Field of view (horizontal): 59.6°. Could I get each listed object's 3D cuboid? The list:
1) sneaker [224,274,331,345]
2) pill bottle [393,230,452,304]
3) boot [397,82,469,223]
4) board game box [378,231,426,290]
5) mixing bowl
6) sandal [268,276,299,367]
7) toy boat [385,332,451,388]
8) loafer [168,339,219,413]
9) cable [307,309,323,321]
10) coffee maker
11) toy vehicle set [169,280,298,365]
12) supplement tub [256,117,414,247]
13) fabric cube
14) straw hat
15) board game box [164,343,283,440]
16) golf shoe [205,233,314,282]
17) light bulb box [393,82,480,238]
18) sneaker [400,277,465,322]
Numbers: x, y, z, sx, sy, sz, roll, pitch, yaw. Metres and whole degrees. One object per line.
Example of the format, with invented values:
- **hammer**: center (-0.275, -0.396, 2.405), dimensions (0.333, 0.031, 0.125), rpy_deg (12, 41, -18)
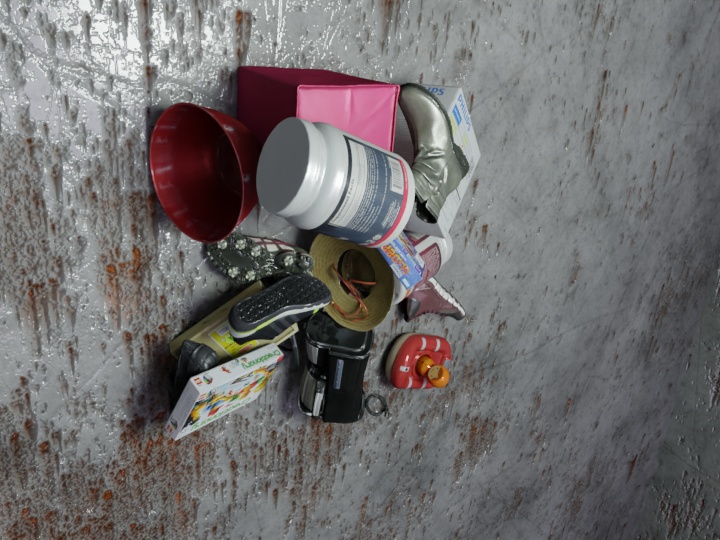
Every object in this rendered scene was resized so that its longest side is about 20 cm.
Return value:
- **sneaker**: center (-0.142, 0.070, 1.069), dimensions (0.195, 0.072, 0.084), rpy_deg (-16, 145, -29)
- **pill bottle**: center (0.101, -0.022, 1.299), dimensions (0.198, 0.112, 0.117), rpy_deg (-32, 129, -42)
- **boot**: center (0.099, -0.184, 1.008), dimensions (0.132, 0.067, 0.202), rpy_deg (-53, 122, -27)
- **board game box**: center (0.062, -0.044, 1.104), dimensions (0.034, 0.200, 0.137), rpy_deg (-35, 90, 10)
- **mixing bowl**: center (-0.215, -0.156, 0.955), dimensions (0.108, 0.196, 0.206), rpy_deg (-29, 129, -51)
- **sandal**: center (-0.155, 0.093, 1.196), dimensions (0.047, 0.076, 0.206), rpy_deg (-14, 114, -5)
- **toy boat**: center (0.154, 0.227, 1.464), dimensions (0.196, 0.130, 0.134), rpy_deg (10, 104, -42)
- **loafer**: center (-0.299, 0.193, 1.091), dimensions (0.068, 0.069, 0.203), rpy_deg (-50, 170, -50)
- **cable**: center (-0.024, 0.067, 1.296), dimensions (0.196, 0.050, 0.168), rpy_deg (-26, 124, -28)
- **coffee maker**: center (-0.026, 0.189, 1.240), dimensions (0.186, 0.136, 0.204), rpy_deg (-3, 131, -18)
- **toy vehicle set**: center (-0.223, 0.118, 1.118), dimensions (0.197, 0.027, 0.125), rpy_deg (-34, 130, 4)
- **supplement tub**: center (-0.031, -0.119, 0.871), dimensions (0.196, 0.139, 0.144), rpy_deg (13, 102, -42)
- **fabric cube**: center (-0.074, -0.216, 1.023), dimensions (0.196, 0.198, 0.202), rpy_deg (-11, 116, -35)
- **straw hat**: center (0.000, 0.000, 1.160), dimensions (0.085, 0.196, 0.207), rpy_deg (-34, 132, -50)
- **board game box**: center (-0.230, 0.204, 1.080), dimensions (0.198, 0.035, 0.128), rpy_deg (-19, 149, -53)
- **golf shoe**: center (-0.179, -0.024, 1.113), dimensions (0.195, 0.088, 0.079), rpy_deg (15, 109, -20)
- **light bulb box**: center (0.123, -0.206, 1.188), dimensions (0.204, 0.122, 0.199), rpy_deg (-64, 149, -19)
- **sneaker**: center (0.153, 0.084, 1.448), dimensions (0.116, 0.075, 0.199), rpy_deg (-50, 123, -2)
